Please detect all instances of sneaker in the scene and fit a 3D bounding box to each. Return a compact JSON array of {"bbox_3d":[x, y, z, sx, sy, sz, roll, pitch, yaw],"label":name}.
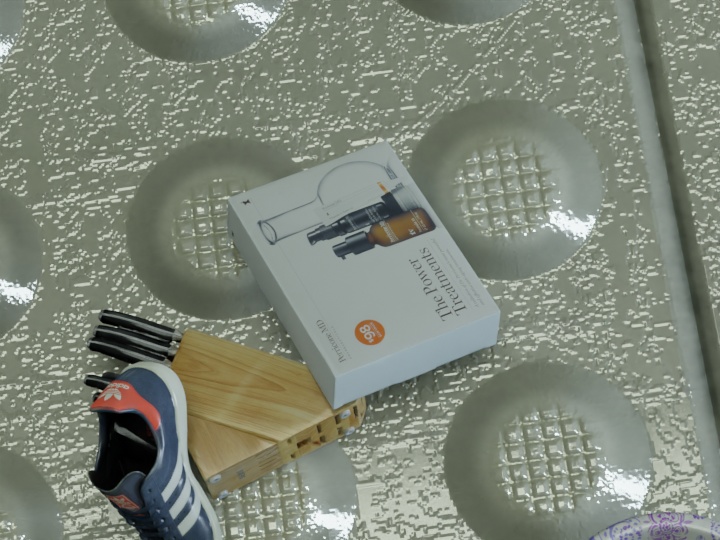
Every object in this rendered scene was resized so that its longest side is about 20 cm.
[{"bbox_3d":[-0.166,0.176,1.676,0.075,0.084,0.201,-7,104,31],"label":"sneaker"}]

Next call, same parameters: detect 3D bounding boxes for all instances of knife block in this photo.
[{"bbox_3d":[-0.117,0.084,1.761,0.199,0.064,0.176,-26,70,-7],"label":"knife block"}]

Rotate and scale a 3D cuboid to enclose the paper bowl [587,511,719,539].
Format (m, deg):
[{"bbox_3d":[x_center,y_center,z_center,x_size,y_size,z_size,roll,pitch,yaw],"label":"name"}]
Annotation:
[{"bbox_3d":[0.232,0.291,1.638,0.199,0.104,0.202,-1,68,3],"label":"paper bowl"}]

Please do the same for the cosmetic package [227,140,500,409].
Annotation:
[{"bbox_3d":[0.000,0.000,1.758,0.150,0.052,0.200,-22,57,-17],"label":"cosmetic package"}]
